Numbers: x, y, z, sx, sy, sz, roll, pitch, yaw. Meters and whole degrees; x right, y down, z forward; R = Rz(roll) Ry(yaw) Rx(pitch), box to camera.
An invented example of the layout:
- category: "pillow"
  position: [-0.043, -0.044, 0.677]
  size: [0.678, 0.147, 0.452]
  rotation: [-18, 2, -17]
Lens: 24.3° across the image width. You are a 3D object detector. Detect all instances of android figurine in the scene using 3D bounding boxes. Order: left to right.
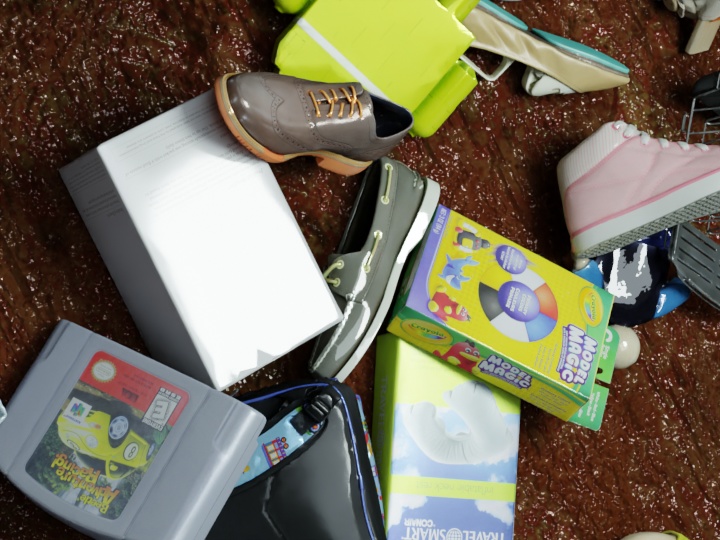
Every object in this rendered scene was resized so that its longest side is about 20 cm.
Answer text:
- category: "android figurine"
  position: [0.008, -0.185, 1.372]
  size: [0.182, 0.041, 0.200]
  rotation: [39, 94, -15]

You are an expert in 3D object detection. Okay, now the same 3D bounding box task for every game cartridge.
- category: "game cartridge"
  position: [-0.179, 0.127, 1.223]
  size: [0.134, 0.198, 0.041]
  rotation: [-62, 150, -12]

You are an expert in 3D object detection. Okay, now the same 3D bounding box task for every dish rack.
- category: "dish rack"
  position: [0.338, -0.065, 1.494]
  size: [0.153, 0.054, 0.202]
  rotation: [29, 66, -37]

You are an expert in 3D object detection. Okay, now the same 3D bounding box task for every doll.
- category: "doll"
  position: [0.245, -0.012, 1.481]
  size: [0.135, 0.048, 0.202]
  rotation: [15, 79, -20]

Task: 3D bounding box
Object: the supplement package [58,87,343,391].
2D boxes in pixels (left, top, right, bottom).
- category: "supplement package"
  position: [-0.124, -0.020, 1.284]
  size: [0.121, 0.120, 0.202]
  rotation: [-28, 96, -25]

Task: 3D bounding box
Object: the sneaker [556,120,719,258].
- category: "sneaker"
  position: [0.257, -0.092, 1.411]
  size: [0.198, 0.075, 0.106]
  rotation: [-21, 73, 13]

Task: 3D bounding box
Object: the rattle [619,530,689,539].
- category: "rattle"
  position: [0.244, 0.308, 1.410]
  size: [0.199, 0.142, 0.132]
  rotation: [-23, 113, -29]

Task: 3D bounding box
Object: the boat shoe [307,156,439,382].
- category: "boat shoe"
  position: [-0.001, 0.001, 1.364]
  size: [0.060, 0.072, 0.203]
  rotation: [31, 68, -16]

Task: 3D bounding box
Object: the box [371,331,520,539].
- category: "box"
  position: [0.069, 0.157, 1.393]
  size: [0.121, 0.048, 0.203]
  rotation: [6, 82, -22]

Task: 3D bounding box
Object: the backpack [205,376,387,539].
- category: "backpack"
  position: [-0.086, 0.183, 1.276]
  size: [0.198, 0.135, 0.185]
  rotation: [-14, 90, 5]

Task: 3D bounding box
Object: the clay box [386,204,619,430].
- category: "clay box"
  position: [0.130, 0.040, 1.388]
  size: [0.198, 0.048, 0.116]
  rotation: [26, 52, -7]

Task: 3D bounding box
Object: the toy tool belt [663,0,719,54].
- category: "toy tool belt"
  position: [0.353, -0.297, 1.529]
  size: [0.200, 0.124, 0.124]
  rotation: [-41, 133, -17]

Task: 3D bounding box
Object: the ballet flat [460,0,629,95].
- category: "ballet flat"
  position: [0.139, -0.188, 1.452]
  size: [0.198, 0.069, 0.063]
  rotation: [23, 105, -17]

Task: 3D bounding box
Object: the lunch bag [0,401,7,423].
- category: "lunch bag"
  position: [-0.363, 0.113, 1.144]
  size: [0.199, 0.169, 0.128]
  rotation: [-31, 101, -25]

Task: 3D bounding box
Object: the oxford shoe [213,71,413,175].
- category: "oxford shoe"
  position: [-0.034, -0.123, 1.265]
  size: [0.199, 0.072, 0.072]
  rotation: [5, 64, -57]
